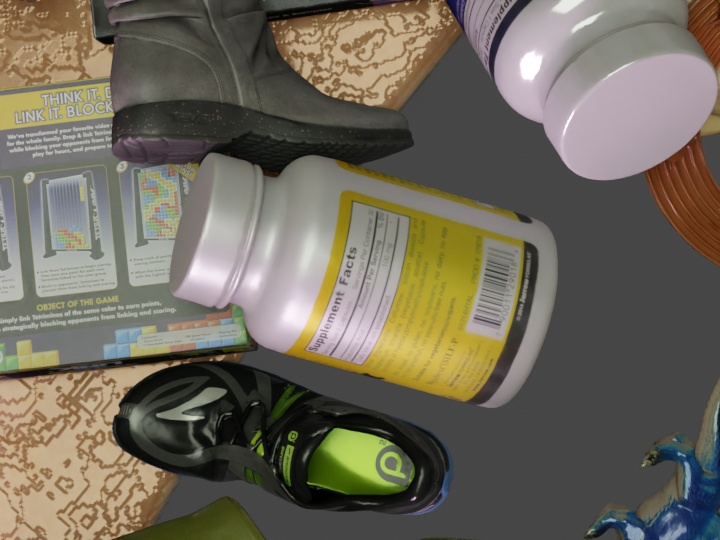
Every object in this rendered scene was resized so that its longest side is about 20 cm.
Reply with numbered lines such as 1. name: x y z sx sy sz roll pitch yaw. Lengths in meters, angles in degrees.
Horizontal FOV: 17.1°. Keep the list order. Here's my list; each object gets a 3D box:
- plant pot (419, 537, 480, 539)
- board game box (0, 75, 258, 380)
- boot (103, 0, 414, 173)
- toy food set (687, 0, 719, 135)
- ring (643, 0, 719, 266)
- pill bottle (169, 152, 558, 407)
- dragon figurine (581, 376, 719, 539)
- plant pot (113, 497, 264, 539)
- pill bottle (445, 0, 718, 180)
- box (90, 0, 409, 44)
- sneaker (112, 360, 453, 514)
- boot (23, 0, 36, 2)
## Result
1. plant pot: 0.080 0.246 1.282 0.199 0.200 0.195 7 89 5
2. board game box: -0.167 -0.025 1.396 0.198 0.057 0.167 -6 84 4
3. boot: -0.056 -0.127 1.350 0.199 0.070 0.133 4 75 -38
4. toy food set: 0.239 -0.176 1.378 0.196 0.049 0.202 -2 86 4
5. ring: 0.256 -0.082 1.346 0.199 0.019 0.202 0 110 -1
6. pill bottle: 0.000 0.000 1.327 0.199 0.111 0.112 16 87 -14
7. dragon figurine: 0.193 0.145 1.355 0.099 0.059 0.200 38 90 6
8. plant pot: -0.117 0.229 1.312 0.192 0.200 0.201 -31 84 -9
9. pill bottle: 0.110 -0.153 1.316 0.115 0.116 0.201 -29 56 2
10. box: -0.068 -0.218 1.412 0.198 0.036 0.144 -7 85 3
11. sneaker: -0.044 0.095 1.365 0.198 0.083 0.071 12 87 5
12. boot: -0.205 -0.277 1.393 0.175 0.066 0.201 32 89 25
